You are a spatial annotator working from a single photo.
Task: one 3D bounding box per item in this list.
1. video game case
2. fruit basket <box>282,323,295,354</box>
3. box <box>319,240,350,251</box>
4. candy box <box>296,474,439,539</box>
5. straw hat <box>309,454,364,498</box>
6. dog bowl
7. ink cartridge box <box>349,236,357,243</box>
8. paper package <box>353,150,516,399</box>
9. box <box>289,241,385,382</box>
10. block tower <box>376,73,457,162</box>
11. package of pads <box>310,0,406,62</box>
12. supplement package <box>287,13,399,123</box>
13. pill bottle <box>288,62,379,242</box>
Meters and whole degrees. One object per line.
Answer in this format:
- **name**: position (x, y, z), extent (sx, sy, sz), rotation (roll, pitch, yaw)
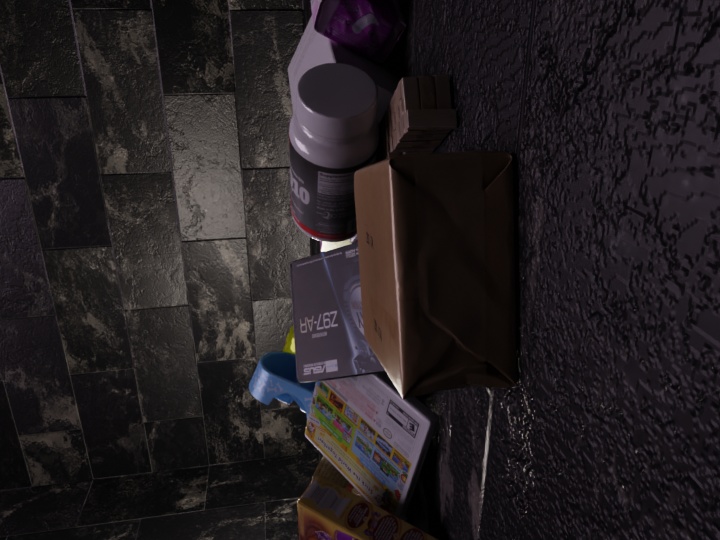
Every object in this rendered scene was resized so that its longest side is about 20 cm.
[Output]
- **video game case**: position (0.005, 0.214, 0.775), extent (0.198, 0.022, 0.188), rotation (34, 122, 34)
- **fruit basket**: position (-0.074, 0.106, 1.051), extent (0.216, 0.208, 0.161), rotation (-128, 22, -75)
- **box**: position (-0.037, -0.163, 1.129), extent (0.201, 0.093, 0.183), rotation (109, 156, -67)
- **candy box**: position (0.012, 0.359, 0.719), extent (0.056, 0.194, 0.121), rotation (-40, -41, -50)
- **straw hat**: position (0.021, 0.348, 0.849), extent (0.084, 0.196, 0.210), rotation (-10, 83, 47)
- **dog bowl**: position (-0.090, 0.193, 0.933), extent (0.111, 0.194, 0.051), rotation (-25, -46, -66)
- **ink cartridge box**: position (0.010, -0.158, 0.884), extent (0.120, 0.041, 0.206), rotation (-50, 42, 46)
- **paper package**: position (0.059, -0.006, 0.525), extent (0.200, 0.099, 0.199), rotation (-148, 54, -79)
- **box**: position (-0.002, 0.051, 0.728), extent (0.043, 0.195, 0.167), rotation (11, -110, -54)
- **block tower**: position (0.055, -0.159, 0.649), extent (0.200, 0.052, 0.060), rotation (158, 107, -81)
- **package of pads**: position (-0.013, -0.390, 0.775), extent (0.076, 0.117, 0.206), rotation (-46, 41, 41)
- **supplement package**: position (-0.026, -0.271, 0.822), extent (0.122, 0.116, 0.204), rotation (-52, 33, 35)
- **pill bottle**: position (-0.034, -0.142, 0.709), extent (0.203, 0.109, 0.117), rotation (98, 166, -54)
